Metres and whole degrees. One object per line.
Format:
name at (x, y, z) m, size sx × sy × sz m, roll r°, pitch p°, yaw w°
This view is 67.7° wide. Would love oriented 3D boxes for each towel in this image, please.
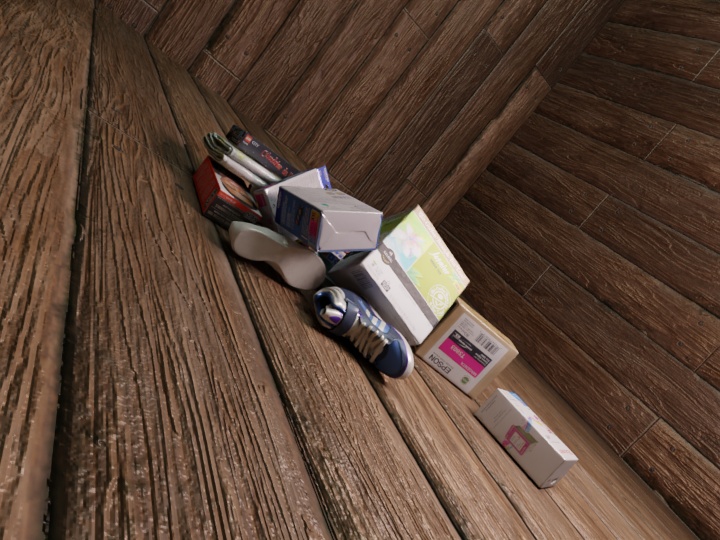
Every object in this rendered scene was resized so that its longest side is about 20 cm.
towel at (-0.239, -0.217, 1.164) m, size 0.199 × 0.048 × 0.171 m, roll 31°, pitch 7°, yaw -39°

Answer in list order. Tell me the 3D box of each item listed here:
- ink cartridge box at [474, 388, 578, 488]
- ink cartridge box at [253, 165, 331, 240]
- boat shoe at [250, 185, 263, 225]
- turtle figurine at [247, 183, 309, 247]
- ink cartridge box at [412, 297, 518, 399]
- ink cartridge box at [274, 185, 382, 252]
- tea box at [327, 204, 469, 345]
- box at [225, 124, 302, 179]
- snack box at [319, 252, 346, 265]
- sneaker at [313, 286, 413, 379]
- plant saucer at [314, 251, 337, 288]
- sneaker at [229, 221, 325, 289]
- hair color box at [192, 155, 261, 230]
ink cartridge box at (0.366, 0.366, 1.179) m, size 0.200 × 0.085 × 0.144 m, roll 49°, pitch 12°, yaw 34°
ink cartridge box at (-0.129, -0.138, 1.123) m, size 0.199 × 0.041 × 0.121 m, roll -35°, pitch 116°, yaw -47°
boat shoe at (-0.209, -0.145, 1.271) m, size 0.072 × 0.066 × 0.200 m, roll 30°, pitch 15°, yaw -48°
turtle figurine at (-0.180, -0.114, 1.161) m, size 0.160 × 0.064 × 0.201 m, roll 28°, pitch 25°, yaw -34°
ink cartridge box at (0.250, 0.185, 1.294) m, size 0.199 × 0.165 × 0.075 m, roll 38°, pitch 12°, yaw -11°
ink cartridge box at (-0.070, -0.104, 1.000) m, size 0.135 × 0.078 × 0.199 m, roll -2°, pitch 25°, yaw -36°
tea box at (0.080, 0.014, 1.085) m, size 0.201 × 0.197 × 0.133 m, roll 52°, pitch -31°, yaw -14°
box at (-0.205, -0.252, 1.227) m, size 0.199 × 0.038 × 0.137 m, roll 34°, pitch 4°, yaw -32°
snack box at (-0.028, -0.009, 1.244) m, size 0.199 × 0.024 × 0.072 m, roll 41°, pitch 18°, yaw 8°
sneaker at (-0.009, 0.108, 0.932) m, size 0.145 × 0.081 × 0.201 m, roll 15°, pitch 29°, yaw -50°
plant saucer at (-0.044, 0.038, 1.189) m, size 0.200 × 0.039 × 0.201 m, roll 40°, pitch 11°, yaw -9°
sneaker at (-0.149, -0.037, 0.978) m, size 0.199 × 0.076 × 0.089 m, roll 32°, pitch 9°, yaw -33°
hair color box at (-0.271, -0.150, 1.076) m, size 0.101 × 0.061 × 0.200 m, roll 33°, pitch 13°, yaw -36°
